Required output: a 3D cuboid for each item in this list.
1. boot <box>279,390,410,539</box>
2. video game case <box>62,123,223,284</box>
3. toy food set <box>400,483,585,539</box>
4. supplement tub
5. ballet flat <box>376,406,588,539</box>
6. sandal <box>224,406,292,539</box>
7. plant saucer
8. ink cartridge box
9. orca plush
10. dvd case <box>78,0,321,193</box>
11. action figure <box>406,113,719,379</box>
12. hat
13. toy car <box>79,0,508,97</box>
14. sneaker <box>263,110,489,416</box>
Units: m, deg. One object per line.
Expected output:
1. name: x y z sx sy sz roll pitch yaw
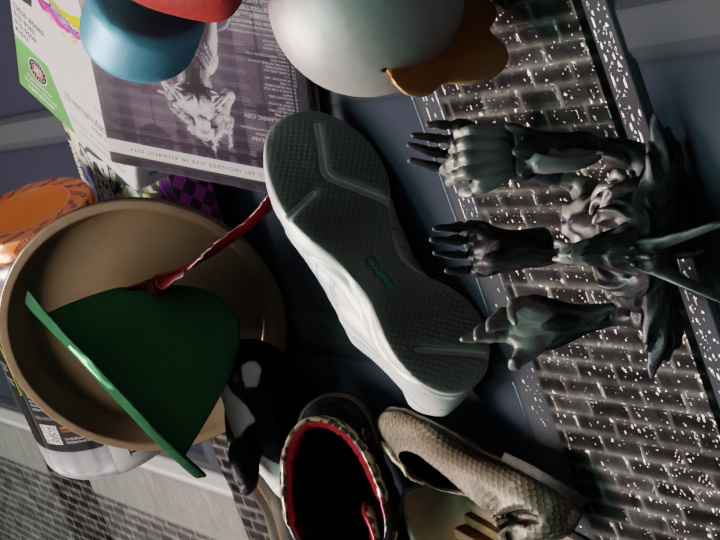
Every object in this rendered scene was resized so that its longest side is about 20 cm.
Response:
1. boot: -0.001 0.174 1.419 0.151 0.073 0.201 28 -130 -85
2. video game case: -0.145 -0.026 1.665 0.181 0.036 0.201 35 147 49
3. toy food set: 0.090 0.213 1.329 0.200 0.060 0.144 22 132 62
4. supplement tub: -0.207 0.041 1.671 0.122 0.122 0.201 32 147 57
5. ballet flat: 0.060 0.120 1.299 0.067 0.046 0.200 32 174 -30
6. sandal: -0.040 0.161 1.601 0.082 0.054 0.201 -95 -15 -64
7. plant saucer: -0.149 0.035 1.581 0.030 0.199 0.201 -89 -11 -61
8. ink cartridge box: -0.157 -0.177 1.465 0.145 0.084 0.201 41 147 34
9. orca plush: -0.027 0.129 1.517 0.071 0.105 0.201 -28 74 36
10. dvd case: -0.096 -0.133 1.360 0.148 0.016 0.201 12 134 20
11. action figure: 0.086 -0.015 1.042 0.200 0.102 0.119 -159 61 -65
12. hat: -0.099 0.020 1.494 0.166 0.176 0.200 48 174 -29
13. toy car: -0.008 -0.156 1.108 0.200 0.177 0.185 34 138 6
14. sneaker: 0.000 0.000 1.315 0.201 0.070 0.080 59 161 18
